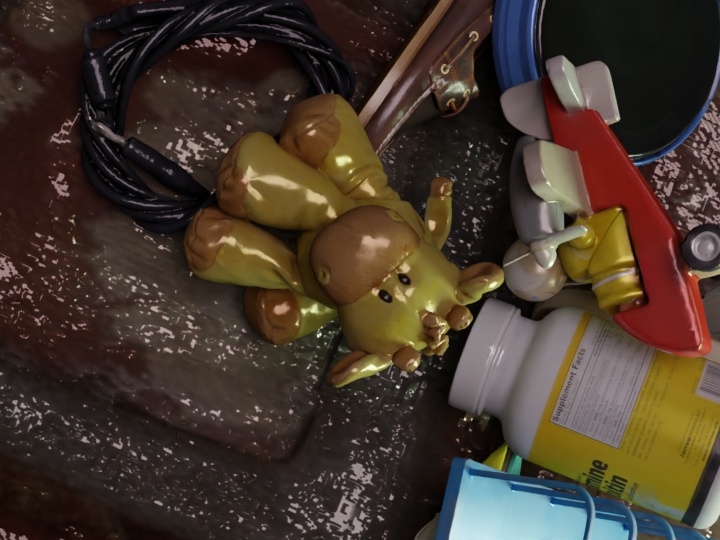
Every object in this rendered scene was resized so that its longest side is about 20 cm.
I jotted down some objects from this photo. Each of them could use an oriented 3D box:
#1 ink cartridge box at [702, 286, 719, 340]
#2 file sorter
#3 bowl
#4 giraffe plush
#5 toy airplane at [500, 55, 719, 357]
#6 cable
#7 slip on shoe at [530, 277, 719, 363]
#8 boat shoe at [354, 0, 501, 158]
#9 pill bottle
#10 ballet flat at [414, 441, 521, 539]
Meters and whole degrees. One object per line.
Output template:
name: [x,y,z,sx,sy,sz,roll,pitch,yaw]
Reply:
ink cartridge box: [0.362,0.084,1.404,0.145,0.084,0.201,-22,91,-18]
file sorter: [0.152,0.222,1.262,0.200,0.122,0.140,24,76,-44]
bowl: [0.187,-0.170,1.368,0.200,0.039,0.202,-5,99,-33]
giraffe plush: [0.000,0.000,1.237,0.199,0.162,0.173,26,102,-26]
toy airplane: [0.147,-0.041,1.254,0.141,0.199,0.200,-38,118,13]
cable: [-0.094,-0.110,1.301,0.199,0.051,0.164,-7,86,-19]
slip on shoe: [0.223,0.054,1.356,0.199,0.076,0.061,21,50,10]
boat shoe: [0.058,-0.147,1.342,0.070,0.070,0.200,36,75,-6]
pill bottle: [0.167,0.092,1.293,0.199,0.112,0.113,21,77,10]
ballet flat: [0.066,0.216,1.313,0.067,0.067,0.201,7,82,13]
